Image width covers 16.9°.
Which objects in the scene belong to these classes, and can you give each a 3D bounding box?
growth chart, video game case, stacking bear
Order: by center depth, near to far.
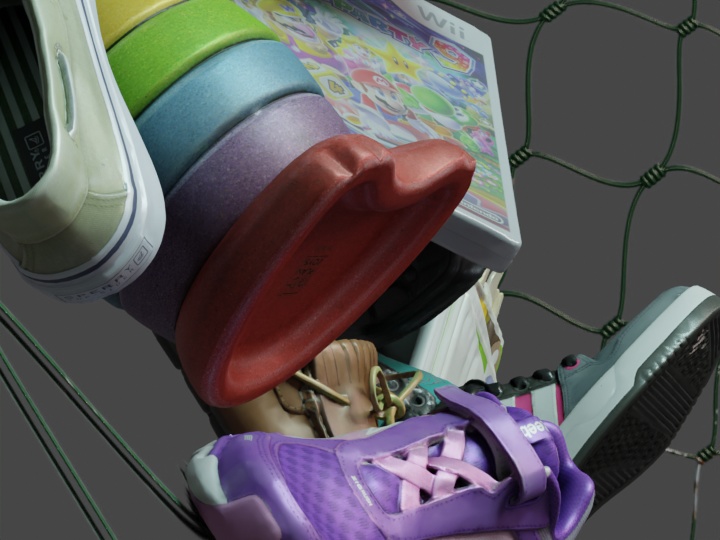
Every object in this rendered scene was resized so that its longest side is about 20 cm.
[{"bbox_3d":[-0.079,-0.061,0.819,0.200,0.114,0.121,44,17,16],"label":"stacking bear"},{"bbox_3d":[-0.004,-0.082,1.001,0.142,0.018,0.200,26,26,-14],"label":"video game case"},{"bbox_3d":[0.046,0.067,1.147,0.018,0.145,0.201,10,-34,15],"label":"growth chart"}]

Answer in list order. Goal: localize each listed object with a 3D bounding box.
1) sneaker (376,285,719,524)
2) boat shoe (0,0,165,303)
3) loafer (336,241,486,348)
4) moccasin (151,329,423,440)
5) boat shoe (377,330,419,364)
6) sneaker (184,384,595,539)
[{"bbox_3d":[0.051,0.060,1.002,0.121,0.200,0.084,38,-15,27],"label":"sneaker"},{"bbox_3d":[-0.115,-0.081,0.741,0.201,0.072,0.062,59,0,30],"label":"boat shoe"},{"bbox_3d":[0.000,0.000,1.061,0.200,0.070,0.069,-19,-103,57],"label":"loafer"},{"bbox_3d":[-0.019,0.046,0.930,0.202,0.077,0.074,55,1,14],"label":"moccasin"},{"bbox_3d":[0.039,0.093,1.264,0.074,0.063,0.203,-71,155,-54],"label":"boat shoe"},{"bbox_3d":[0.018,0.075,0.795,0.081,0.088,0.200,61,19,20],"label":"sneaker"}]
